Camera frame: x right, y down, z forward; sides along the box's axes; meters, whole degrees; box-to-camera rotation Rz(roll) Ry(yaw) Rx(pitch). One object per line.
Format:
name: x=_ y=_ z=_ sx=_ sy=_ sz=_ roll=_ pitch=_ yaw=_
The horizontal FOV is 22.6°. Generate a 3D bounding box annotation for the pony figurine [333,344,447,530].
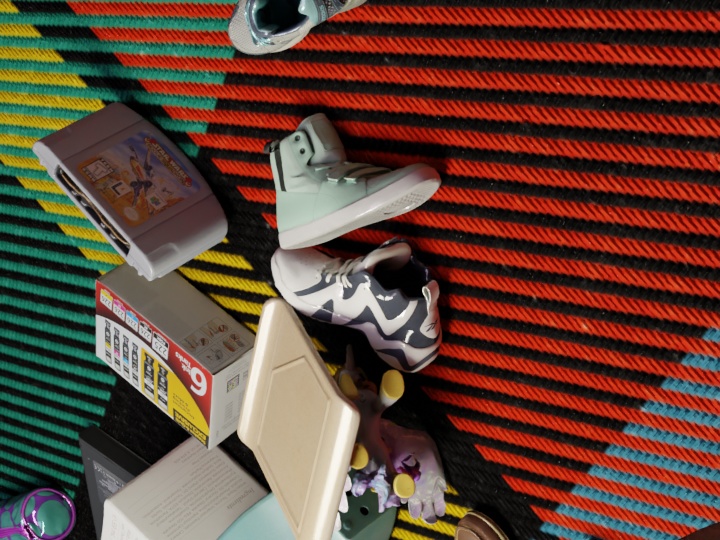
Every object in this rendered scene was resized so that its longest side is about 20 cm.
pony figurine: x=0.009 y=0.178 z=1.827 sx=0.200 sy=0.165 sz=0.195 roll=-163 pitch=66 yaw=-81

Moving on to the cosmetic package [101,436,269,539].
cosmetic package: x=-0.192 y=0.343 z=2.195 sx=0.200 sy=0.166 sz=0.168 roll=39 pitch=142 yaw=22

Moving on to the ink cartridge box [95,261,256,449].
ink cartridge box: x=-0.215 y=0.106 z=2.104 sx=0.200 sy=0.084 sz=0.176 roll=36 pitch=141 yaw=26

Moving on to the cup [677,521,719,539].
cup: x=0.347 y=0.282 z=1.502 sx=0.200 sy=0.143 sz=0.201 roll=32 pitch=139 yaw=33

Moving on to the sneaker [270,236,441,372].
sneaker: x=0.000 y=0.000 z=1.760 sx=0.199 sy=0.079 sz=0.130 roll=38 pitch=140 yaw=26

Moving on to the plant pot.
plant pot: x=-0.054 y=0.292 z=2.016 sx=0.141 sy=0.141 sz=0.200 roll=48 pitch=137 yaw=12

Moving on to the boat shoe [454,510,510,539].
boat shoe: x=0.132 y=0.346 z=1.885 sx=0.072 sy=0.067 sz=0.201 roll=16 pitch=129 yaw=44

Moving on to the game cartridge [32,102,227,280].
game cartridge: x=-0.240 y=-0.091 z=1.932 sx=0.200 sy=0.133 sz=0.042 roll=46 pitch=145 yaw=13

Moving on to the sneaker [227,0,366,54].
sneaker: x=-0.079 y=-0.243 z=1.653 sx=0.200 sy=0.086 sz=0.078 roll=-21 pitch=99 yaw=55

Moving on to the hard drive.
hard drive: x=-0.319 y=0.322 z=2.452 sx=0.139 sy=0.033 sz=0.201 roll=28 pitch=136 yaw=35

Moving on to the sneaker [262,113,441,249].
sneaker: x=-0.015 y=-0.100 z=1.706 sx=0.200 sy=0.073 sz=0.119 roll=-18 pitch=82 yaw=41

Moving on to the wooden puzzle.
wooden puzzle: x=-0.059 y=0.153 z=1.794 sx=0.200 sy=0.037 sz=0.186 roll=51 pitch=137 yaw=48

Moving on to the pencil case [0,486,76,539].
pencil case: x=-0.497 y=0.372 z=2.659 sx=0.200 sy=0.092 sz=0.085 roll=-23 pitch=99 yaw=54
